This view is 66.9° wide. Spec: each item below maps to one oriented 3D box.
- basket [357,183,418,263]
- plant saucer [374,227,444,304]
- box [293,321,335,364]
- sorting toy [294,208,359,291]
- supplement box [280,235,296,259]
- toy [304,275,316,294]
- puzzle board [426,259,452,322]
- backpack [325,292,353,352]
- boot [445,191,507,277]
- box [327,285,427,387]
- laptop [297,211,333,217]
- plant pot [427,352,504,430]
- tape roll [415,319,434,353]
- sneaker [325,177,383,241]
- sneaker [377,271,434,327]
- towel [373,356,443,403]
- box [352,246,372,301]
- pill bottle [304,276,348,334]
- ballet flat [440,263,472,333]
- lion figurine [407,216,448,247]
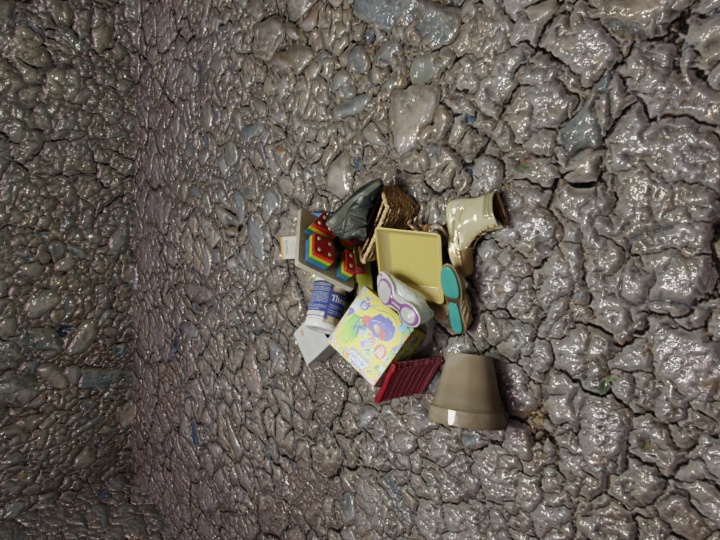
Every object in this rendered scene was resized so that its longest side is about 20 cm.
[{"bbox_3d":[0.050,-0.144,1.583,0.143,0.147,0.203,46,127,31],"label":"basket"},{"bbox_3d":[0.141,-0.022,1.483,0.195,0.048,0.205,9,119,31],"label":"plant saucer"},{"bbox_3d":[-0.126,0.214,1.862,0.200,0.096,0.127,-45,64,41],"label":"box"},{"bbox_3d":[-0.085,-0.073,1.555,0.069,0.197,0.203,-37,40,37],"label":"sorting toy"},{"bbox_3d":[-0.145,-0.078,1.722,0.196,0.124,0.076,-1,94,41],"label":"supplement box"},{"bbox_3d":[-0.117,0.037,1.764,0.048,0.114,0.199,60,168,-20],"label":"toy"},{"bbox_3d":[0.189,0.033,1.530,0.198,0.017,0.154,27,99,38],"label":"puzzle board"},{"bbox_3d":[-0.029,0.176,1.717,0.126,0.165,0.203,-41,74,36],"label":"backpack"},{"bbox_3d":[0.300,-0.090,1.385,0.153,0.072,0.207,-7,89,45],"label":"boot"},{"bbox_3d":[0.047,0.190,1.543,0.199,0.121,0.195,38,95,28],"label":"box"},{"bbox_3d":[-0.121,-0.100,1.800,0.198,0.101,0.183,17,109,58],"label":"laptop"},{"bbox_3d":[0.278,0.306,1.403,0.197,0.197,0.179,-1,80,46],"label":"plant pot"},{"bbox_3d":[0.133,0.148,1.621,0.200,0.036,0.209,10,104,45],"label":"tape roll"},{"bbox_3d":[0.007,-0.161,1.525,0.199,0.114,0.076,-45,16,2],"label":"sneaker"},{"bbox_3d":[0.118,0.076,1.474,0.201,0.098,0.076,49,130,33],"label":"sneaker"},{"bbox_3d":[0.136,0.306,1.524,0.023,0.196,0.147,51,129,38],"label":"towel"},{"bbox_3d":[0.000,0.000,1.681,0.075,0.049,0.206,133,135,-65],"label":"box"},{"bbox_3d":[-0.092,0.079,1.617,0.109,0.110,0.206,-4,67,46],"label":"pill bottle"},{"bbox_3d":[0.255,0.065,1.429,0.070,0.065,0.205,17,128,46],"label":"ballet flat"},{"bbox_3d":[0.157,-0.066,1.526,0.123,0.072,0.201,48,125,14],"label":"lion figurine"}]
